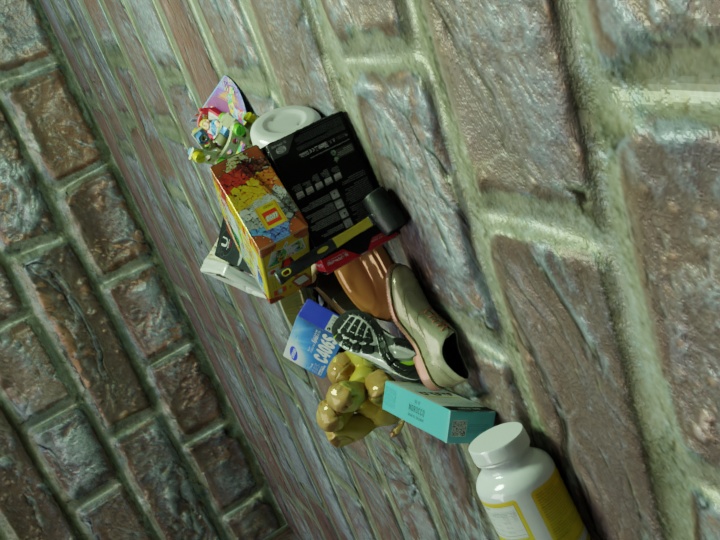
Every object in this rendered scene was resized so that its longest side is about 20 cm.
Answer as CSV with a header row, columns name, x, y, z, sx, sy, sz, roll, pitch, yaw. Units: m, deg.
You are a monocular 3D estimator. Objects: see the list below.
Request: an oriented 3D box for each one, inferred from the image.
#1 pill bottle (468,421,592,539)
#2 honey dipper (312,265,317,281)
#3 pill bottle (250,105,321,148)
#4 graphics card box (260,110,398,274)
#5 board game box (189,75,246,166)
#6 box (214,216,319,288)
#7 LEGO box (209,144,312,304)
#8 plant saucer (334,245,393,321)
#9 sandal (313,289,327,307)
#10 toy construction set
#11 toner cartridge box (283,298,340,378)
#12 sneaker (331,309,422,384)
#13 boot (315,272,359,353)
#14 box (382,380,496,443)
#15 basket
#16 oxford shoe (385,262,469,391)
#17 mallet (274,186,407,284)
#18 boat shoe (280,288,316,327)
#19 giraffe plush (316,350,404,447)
name,x,y,z,sx,sy,sz,roll,pitch,yaw
pill bottle,0.225,0.311,1.121,0.200,0.112,0.112,64,160,-6
honey dipper,-0.052,-0.047,1.316,0.038,0.038,0.200,53,135,22
pill bottle,-0.096,-0.146,1.292,0.111,0.111,0.200,40,151,45
graphics card box,-0.044,-0.111,1.187,0.200,0.125,0.051,64,165,-12
board game box,-0.275,-0.264,1.568,0.200,0.039,0.158,-35,70,53
box,-0.160,-0.053,1.487,0.200,0.106,0.122,23,100,50
LEGO box,-0.139,-0.061,1.200,0.149,0.077,0.200,57,167,19
plant saucer,0.000,0.000,1.367,0.200,0.037,0.200,50,157,30
sandal,-0.097,0.068,1.668,0.075,0.045,0.200,14,116,45
toy construction set,-0.193,-0.192,1.405,0.092,0.131,0.200,40,179,33
toner cartridge box,-0.082,0.131,1.547,0.095,0.043,0.200,30,151,4
sneaker,0.035,0.134,1.366,0.200,0.074,0.081,30,163,30
boot,-0.056,0.064,1.570,0.186,0.064,0.200,54,164,27
box,0.116,0.215,1.281,0.200,0.082,0.049,13,96,64
basket,-0.227,-0.023,1.706,0.135,0.123,0.200,27,171,-22
oxford shoe,0.102,0.076,1.204,0.074,0.071,0.200,-19,100,45
mallet,-0.035,-0.049,1.144,0.066,0.200,0.041,63,168,8
boat shoe,-0.121,0.022,1.607,0.073,0.063,0.201,-18,92,47
giraffe plush,0.005,0.194,1.462,0.173,0.200,0.162,-65,36,40
